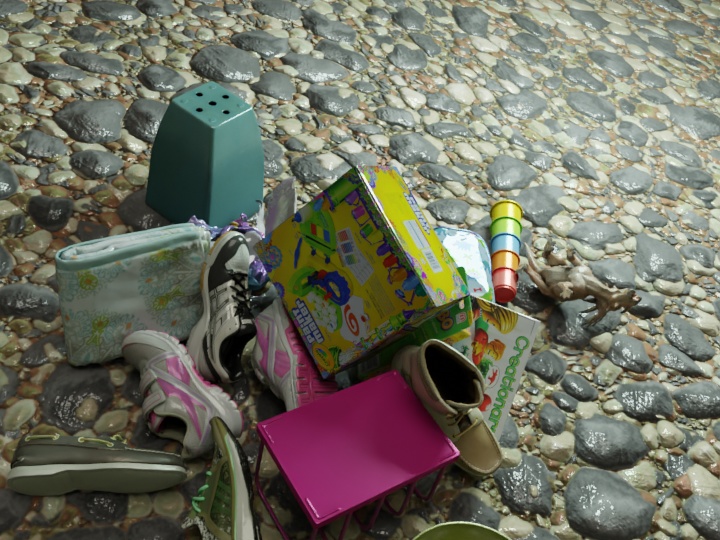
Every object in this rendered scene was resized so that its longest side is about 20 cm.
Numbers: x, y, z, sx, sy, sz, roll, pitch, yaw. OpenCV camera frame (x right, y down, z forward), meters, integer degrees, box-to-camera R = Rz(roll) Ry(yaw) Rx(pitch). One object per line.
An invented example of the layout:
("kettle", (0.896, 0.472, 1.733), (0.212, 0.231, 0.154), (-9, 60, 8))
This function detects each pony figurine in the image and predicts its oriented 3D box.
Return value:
("pony figurine", (-0.161, -0.030, 1.210), (0.198, 0.166, 0.195), (-2, 78, -22))

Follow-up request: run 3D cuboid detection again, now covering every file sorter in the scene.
("file sorter", (-0.012, 0.238, 0.979), (0.199, 0.126, 0.139), (-17, 51, -30))

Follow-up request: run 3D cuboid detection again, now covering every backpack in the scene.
("backpack", (0.133, 0.032, 1.231), (0.161, 0.155, 0.201), (7, 32, 1))

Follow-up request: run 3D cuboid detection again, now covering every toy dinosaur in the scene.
("toy dinosaur", (0.334, 0.025, 1.316), (0.199, 0.135, 0.086), (27, 78, 49))

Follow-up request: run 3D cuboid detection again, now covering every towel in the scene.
("towel", (-0.291, 0.032, 1.073), (0.198, 0.173, 0.048), (-13, 35, -26))

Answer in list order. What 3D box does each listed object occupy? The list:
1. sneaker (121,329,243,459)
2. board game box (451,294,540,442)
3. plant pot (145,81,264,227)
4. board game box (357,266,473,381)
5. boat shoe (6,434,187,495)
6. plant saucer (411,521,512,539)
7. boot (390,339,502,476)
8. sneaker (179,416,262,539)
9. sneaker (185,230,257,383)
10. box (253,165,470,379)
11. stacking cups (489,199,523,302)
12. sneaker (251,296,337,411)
("sneaker", (-0.241, 0.155, 1.027), (0.200, 0.082, 0.088), (39, 49, 19))
("board game box", (0.151, 0.141, 1.108), (0.125, 0.035, 0.202), (20, 82, 5))
("plant pot", (-0.238, -0.178, 1.279), (0.141, 0.201, 0.141), (35, 47, 18))
("board game box", (0.074, 0.075, 1.122), (0.030, 0.199, 0.096), (27, 45, -38))
("boat shoe", (-0.303, 0.222, 0.953), (0.199, 0.072, 0.061), (1, 50, -9))
("plant saucer", (0.127, 0.389, 0.936), (0.198, 0.031, 0.201), (8, 44, -8))
("boot", (0.122, 0.172, 1.002), (0.072, 0.155, 0.201), (-37, 88, -15))
("sneaker", (-0.167, 0.266, 0.933), (0.088, 0.077, 0.202), (-12, 62, -5))
("sneaker", (-0.167, 0.052, 1.082), (0.087, 0.202, 0.075), (14, 5, 34))
("box", (0.000, 0.000, 1.063), (0.201, 0.192, 0.122), (61, 27, 9))
("stacking cups", (0.246, -0.034, 1.369), (0.060, 0.061, 0.201), (12, 44, -3))
("sneaker", (-0.095, 0.131, 1.092), (0.081, 0.088, 0.202), (24, 42, -46))
